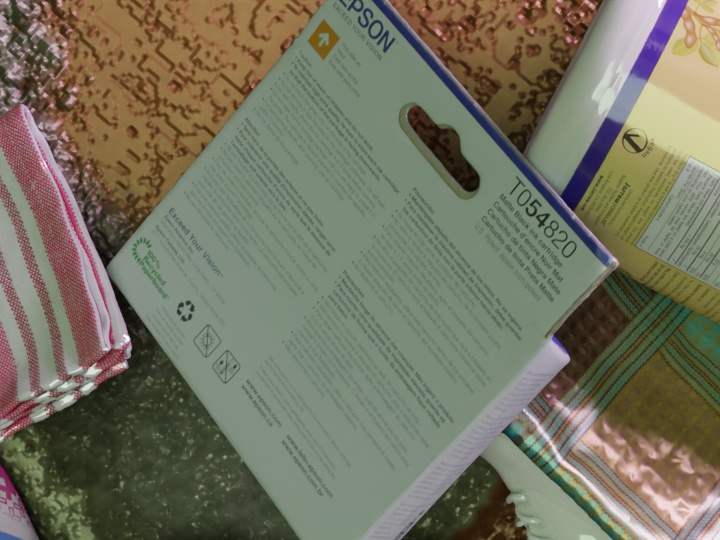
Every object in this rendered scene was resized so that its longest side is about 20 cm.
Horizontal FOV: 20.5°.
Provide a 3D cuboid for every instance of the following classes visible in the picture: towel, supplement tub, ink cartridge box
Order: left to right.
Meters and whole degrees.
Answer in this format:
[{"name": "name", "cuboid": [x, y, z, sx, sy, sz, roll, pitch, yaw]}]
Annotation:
[{"name": "towel", "cuboid": [-0.220, 0.025, 0.964, 0.200, 0.030, 0.146, -29, 71, 8]}, {"name": "ink cartridge box", "cuboid": [0.000, 0.000, 0.901, 0.200, 0.041, 0.200, -49, 63, 21]}, {"name": "towel", "cuboid": [0.166, 0.083, 0.919, 0.200, 0.022, 0.147, 45, 59, -1]}, {"name": "supplement tub", "cuboid": [0.182, -0.045, 0.880, 0.200, 0.145, 0.146, 27, 99, 2]}]

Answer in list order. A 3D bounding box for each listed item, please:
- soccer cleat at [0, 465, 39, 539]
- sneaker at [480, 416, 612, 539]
[{"name": "soccer cleat", "cuboid": [-0.188, 0.150, 0.971, 0.070, 0.086, 0.200, -38, 92, 9]}, {"name": "sneaker", "cuboid": [0.107, 0.118, 0.940, 0.200, 0.073, 0.071, 33, 83, 0]}]
